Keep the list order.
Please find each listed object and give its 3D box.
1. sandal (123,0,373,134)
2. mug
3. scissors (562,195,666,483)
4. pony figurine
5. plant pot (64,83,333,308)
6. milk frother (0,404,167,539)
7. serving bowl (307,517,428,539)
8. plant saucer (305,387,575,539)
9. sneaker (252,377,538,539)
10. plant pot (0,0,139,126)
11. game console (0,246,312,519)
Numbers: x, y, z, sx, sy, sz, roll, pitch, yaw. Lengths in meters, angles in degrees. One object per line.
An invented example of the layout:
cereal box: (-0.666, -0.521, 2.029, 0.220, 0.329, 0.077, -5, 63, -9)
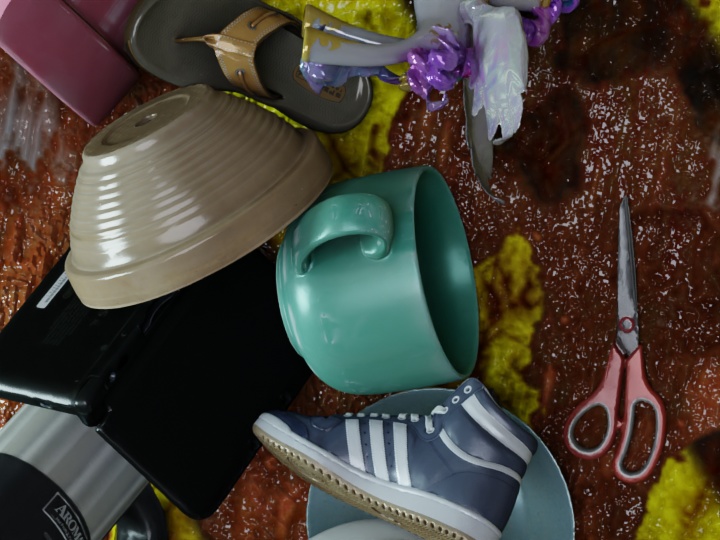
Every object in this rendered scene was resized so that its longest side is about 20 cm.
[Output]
sandal: (-0.070, -0.147, 1.673, 0.199, 0.055, 0.082, 25, 87, -28)
mug: (0.003, -0.002, 1.666, 0.114, 0.152, 0.186, -10, 122, 17)
scissors: (0.197, 0.051, 1.704, 0.073, 0.014, 0.201, 15, 99, 15)
pony figurine: (0.060, -0.161, 1.645, 0.199, 0.167, 0.194, 8, 73, -5)
plant pot: (-0.126, -0.065, 1.641, 0.200, 0.201, 0.093, -22, 109, 16)
milk frother: (-0.260, 0.173, 1.758, 0.199, 0.188, 0.181, 17, 137, 28)
serving bowl: (0.022, 0.238, 1.631, 0.199, 0.200, 0.066, 14, 131, 12)
plant saucer: (0.061, 0.183, 1.739, 0.200, 0.039, 0.202, 2, 97, 14)
sneaker: (0.029, 0.116, 1.656, 0.199, 0.070, 0.109, 23, 75, 25)
plant pot: (-0.204, -0.232, 1.692, 0.200, 0.200, 0.179, 42, 89, 6)
game console: (-0.149, 0.060, 1.722, 0.175, 0.200, 0.117, 9, 137, 33)
